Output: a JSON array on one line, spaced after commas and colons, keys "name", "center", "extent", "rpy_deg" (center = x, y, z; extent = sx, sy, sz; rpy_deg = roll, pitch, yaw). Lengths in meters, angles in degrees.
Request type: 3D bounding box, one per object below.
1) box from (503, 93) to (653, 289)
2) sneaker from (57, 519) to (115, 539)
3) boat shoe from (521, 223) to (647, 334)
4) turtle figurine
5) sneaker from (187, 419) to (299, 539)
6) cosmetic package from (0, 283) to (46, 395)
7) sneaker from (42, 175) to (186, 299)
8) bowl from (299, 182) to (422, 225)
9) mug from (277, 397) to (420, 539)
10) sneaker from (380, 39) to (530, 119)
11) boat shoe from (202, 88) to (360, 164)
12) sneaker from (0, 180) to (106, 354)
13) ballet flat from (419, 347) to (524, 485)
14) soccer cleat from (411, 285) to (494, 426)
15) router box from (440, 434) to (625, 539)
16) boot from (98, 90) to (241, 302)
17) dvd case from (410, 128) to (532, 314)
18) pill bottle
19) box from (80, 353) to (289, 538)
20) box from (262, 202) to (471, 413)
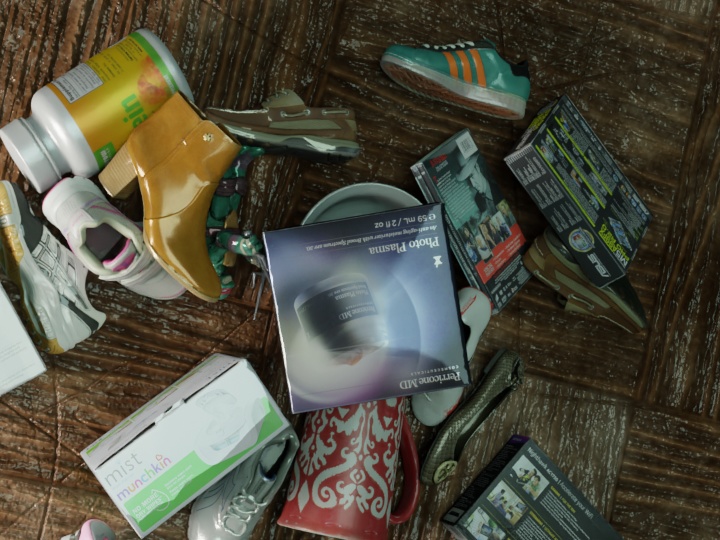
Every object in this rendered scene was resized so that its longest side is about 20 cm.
[{"name": "box", "center": [0.272, -0.101, 1.686], "extent": [0.200, 0.044, 0.160], "rpy_deg": [52, 37, -10]}, {"name": "sneaker", "center": [-0.301, 0.385, 1.544], "extent": [0.095, 0.079, 0.202], "rpy_deg": [-19, 94, 6]}, {"name": "boat shoe", "center": [0.281, 0.017, 1.723], "extent": [0.074, 0.076, 0.200], "rpy_deg": [-37, 119, 26]}, {"name": "turtle figurine", "center": [-0.144, -0.040, 1.554], "extent": [0.100, 0.150, 0.202], "rpy_deg": [1, 94, -4]}, {"name": "sneaker", "center": [-0.136, 0.257, 1.579], "extent": [0.074, 0.087, 0.201], "rpy_deg": [30, 82, -16]}, {"name": "cosmetic package", "center": [-0.438, 0.047, 1.493], "extent": [0.112, 0.081, 0.201], "rpy_deg": [-27, 96, -16]}, {"name": "sneaker", "center": [-0.263, -0.018, 1.517], "extent": [0.081, 0.088, 0.200], "rpy_deg": [-48, 129, 9]}, {"name": "bowl", "center": [0.000, 0.000, 1.622], "extent": [0.199, 0.090, 0.203], "rpy_deg": [0, 89, -18]}, {"name": "mug", "center": [-0.008, 0.213, 1.619], "extent": [0.132, 0.177, 0.202], "rpy_deg": [7, 81, 21]}, {"name": "sneaker", "center": [0.119, -0.250, 1.678], "extent": [0.198, 0.071, 0.081], "rpy_deg": [16, 80, -21]}, {"name": "boat shoe", "center": [-0.094, -0.175, 1.610], "extent": [0.198, 0.076, 0.073], "rpy_deg": [7, 83, -26]}, {"name": "sneaker", "center": [-0.351, -0.011, 1.534], "extent": [0.087, 0.075, 0.202], "rpy_deg": [-25, 101, -30]}, {"name": "ballet flat", "center": [0.140, 0.183, 1.675], "extent": [0.046, 0.067, 0.201], "rpy_deg": [32, 73, 18]}, {"name": "soccer cleat", "center": [0.098, 0.108, 1.617], "extent": [0.068, 0.085, 0.201], "rpy_deg": [32, 122, 15]}, {"name": "router box", "center": [0.219, 0.328, 1.704], "extent": [0.149, 0.051, 0.200], "rpy_deg": [-46, 102, -15]}, {"name": "boot", "center": [-0.177, -0.082, 1.477], "extent": [0.144, 0.071, 0.202], "rpy_deg": [-40, 86, 12]}, {"name": "dvd case", "center": [0.142, -0.062, 1.660], "extent": [0.201, 0.022, 0.146], "rpy_deg": [62, 34, -9]}, {"name": "pill bottle", "center": [-0.295, -0.173, 1.523], "extent": [0.199, 0.111, 0.112], "rpy_deg": [-35, 99, -15]}, {"name": "box", "center": [-0.199, 0.185, 1.514], "extent": [0.199, 0.176, 0.097], "rpy_deg": [-36, 99, -15]}, {"name": "box", "center": [0.010, 0.038, 1.490], "extent": [0.198, 0.123, 0.200], "rpy_deg": [-10, 93, 3]}]
